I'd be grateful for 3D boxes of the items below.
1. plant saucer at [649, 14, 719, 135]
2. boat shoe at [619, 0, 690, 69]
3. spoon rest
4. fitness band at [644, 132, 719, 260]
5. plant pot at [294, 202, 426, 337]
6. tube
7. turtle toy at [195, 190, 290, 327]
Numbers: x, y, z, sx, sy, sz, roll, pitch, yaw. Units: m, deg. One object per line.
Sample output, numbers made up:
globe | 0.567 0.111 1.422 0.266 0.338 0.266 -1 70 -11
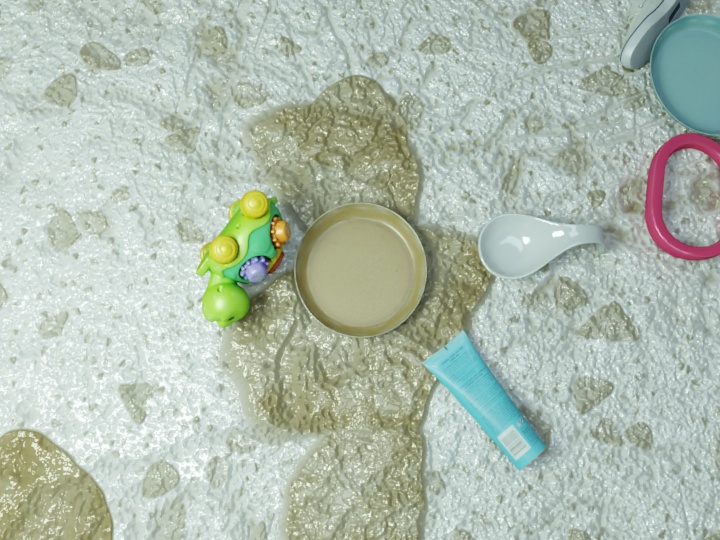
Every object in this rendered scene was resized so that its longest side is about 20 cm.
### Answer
plant saucer | 0.547 -0.307 1.207 0.195 0.027 0.205 2 78 -7
boat shoe | 0.465 -0.412 1.226 0.069 0.071 0.201 31 80 34
spoon rest | 0.271 -0.042 1.126 0.195 0.061 0.102 -7 76 -4
fitness band | 0.511 -0.113 1.165 0.140 0.037 0.204 10 75 4
plant pot | 0.000 0.000 1.127 0.195 0.028 0.205 0 77 -1
tube | 0.179 0.186 1.077 0.077 0.051 0.201 -35 75 -13
turtle toy | -0.169 -0.019 1.081 0.100 0.145 0.202 35 78 -15
